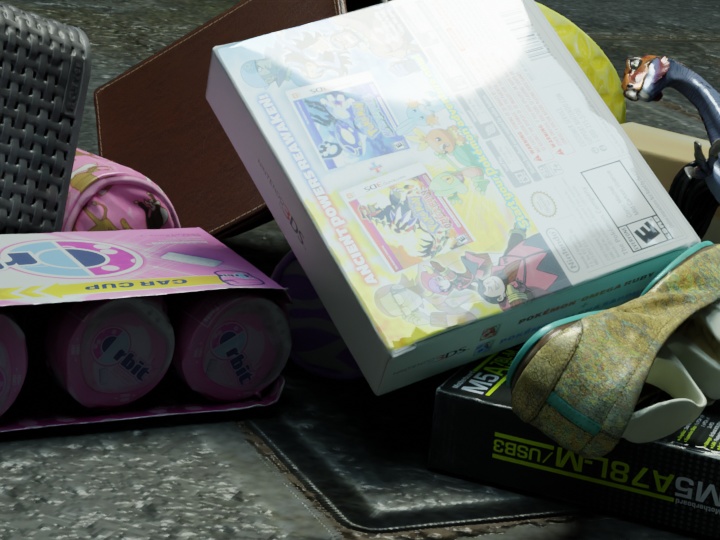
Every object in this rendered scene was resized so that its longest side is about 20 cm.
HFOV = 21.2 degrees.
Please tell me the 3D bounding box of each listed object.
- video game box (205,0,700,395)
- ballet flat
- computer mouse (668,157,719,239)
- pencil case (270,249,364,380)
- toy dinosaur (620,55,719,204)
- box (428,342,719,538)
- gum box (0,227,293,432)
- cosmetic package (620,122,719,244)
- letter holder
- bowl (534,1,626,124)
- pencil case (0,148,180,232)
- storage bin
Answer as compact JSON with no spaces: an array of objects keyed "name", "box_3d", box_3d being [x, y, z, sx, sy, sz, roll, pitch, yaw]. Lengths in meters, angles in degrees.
[{"name":"video game box","box_3d":[0.044,-0.051,0.974,0.181,0.047,0.201,-16,60,-25]},{"name":"ballet flat","box_3d":[0.138,0.039,0.883,0.070,0.071,0.200,16,21,31]},{"name":"computer mouse","box_3d":[0.115,-0.032,1.097,0.199,0.110,0.044,14,32,-24]},{"name":"pencil case","box_3d":[0.000,0.000,1.085,0.085,0.084,0.200,-19,9,16]},{"name":"toy dinosaur","box_3d":[0.213,-0.042,1.067,0.104,0.201,0.182,-21,41,-19]},{"name":"box","box_3d":[0.157,0.069,0.957,0.192,0.048,0.200,9,18,21]},{"name":"gum box","box_3d":[-0.141,0.027,0.956,0.199,0.067,0.113,-4,18,-27]},{"name":"cosmetic package","box_3d":[0.225,-0.018,1.173,0.199,0.106,0.071,16,18,36]},{"name":"letter holder","box_3d":[-0.054,-0.075,1.167,0.199,0.143,0.100,-26,-33,31]},{"name":"bowl","box_3d":[0.065,-0.076,1.246,0.199,0.201,0.108,9,53,13]},{"name":"pencil case","box_3d":[-0.190,-0.036,1.116,0.082,0.087,0.199,4,13,-44]},{"name":"storage bin","box_3d":[-0.249,-0.078,1.060,0.199,0.136,0.093,5,-7,45]}]
